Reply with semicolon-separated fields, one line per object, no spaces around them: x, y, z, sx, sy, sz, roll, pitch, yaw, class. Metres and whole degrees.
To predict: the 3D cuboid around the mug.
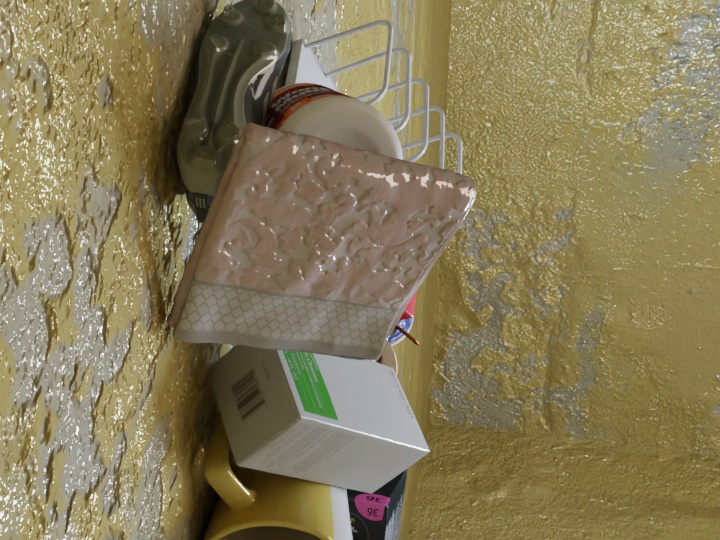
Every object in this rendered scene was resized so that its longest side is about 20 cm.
-0.073;0.222;0.974;0.153;0.149;0.187;-86;-177;-53;mug

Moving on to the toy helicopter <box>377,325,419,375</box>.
-0.013;0.068;1.261;0.200;0.132;0.079;64;-14;-12;toy helicopter

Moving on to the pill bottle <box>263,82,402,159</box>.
-0.041;-0.106;0.875;0.200;0.109;0.110;-135;-134;-68;pill bottle

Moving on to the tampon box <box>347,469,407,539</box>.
-0.031;0.315;1.256;0.200;0.150;0.126;-11;108;-81;tampon box

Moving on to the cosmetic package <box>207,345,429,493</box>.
-0.036;0.133;0.938;0.200;0.085;0.108;23;34;-49;cosmetic package

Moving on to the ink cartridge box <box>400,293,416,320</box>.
0.000;0.000;1.095;0.067;0.200;0.116;37;51;-38;ink cartridge box

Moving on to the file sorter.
0.018;-0.155;1.107;0.200;0.124;0.139;51;34;-44;file sorter

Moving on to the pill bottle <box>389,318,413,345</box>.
0.023;0.042;1.558;0.200;0.111;0.111;73;24;-68;pill bottle

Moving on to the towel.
-0.031;-0.012;0.785;0.191;0.200;0.032;-62;-145;27;towel

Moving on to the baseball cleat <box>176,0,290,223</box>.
-0.107;-0.129;0.809;0.106;0.070;0.200;107;0;-56;baseball cleat
